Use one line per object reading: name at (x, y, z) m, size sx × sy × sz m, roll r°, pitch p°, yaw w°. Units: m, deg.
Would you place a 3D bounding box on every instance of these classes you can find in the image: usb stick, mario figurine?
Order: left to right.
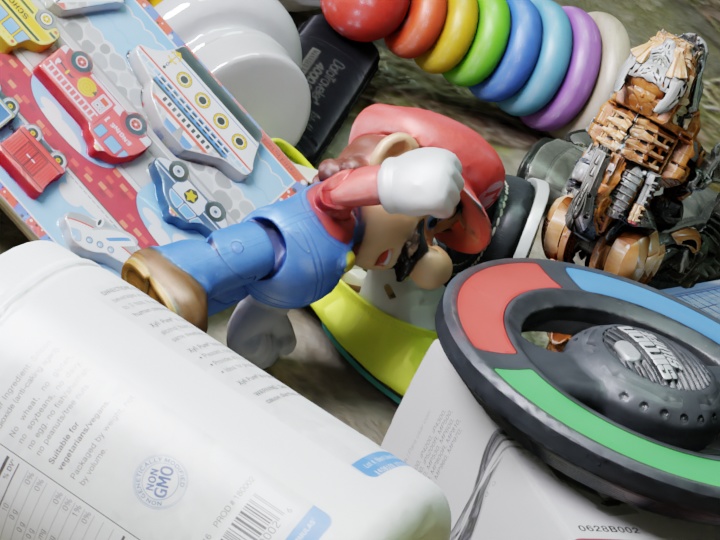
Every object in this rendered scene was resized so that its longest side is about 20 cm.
usb stick at (-0.031, -0.104, 1.667) m, size 0.055 × 0.033 × 0.200 m, roll 32°, pitch 24°, yaw -2°
mario figurine at (-0.011, -0.003, 1.336) m, size 0.200 × 0.106 × 0.123 m, roll -27°, pitch 24°, yaw -23°

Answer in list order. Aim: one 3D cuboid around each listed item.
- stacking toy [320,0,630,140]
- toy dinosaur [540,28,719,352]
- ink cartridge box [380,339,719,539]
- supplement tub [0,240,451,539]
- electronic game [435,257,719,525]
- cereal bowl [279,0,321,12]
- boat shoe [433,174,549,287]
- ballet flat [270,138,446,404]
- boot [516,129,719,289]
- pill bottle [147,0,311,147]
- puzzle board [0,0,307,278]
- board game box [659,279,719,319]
stacking toy at (0.064, -0.142, 1.742) m, size 0.200 × 0.085 × 0.085 m, roll 16°, pitch 25°, yaw -28°
toy dinosaur at (0.126, -0.027, 1.408) m, size 0.102 × 0.200 × 0.136 m, roll 48°, pitch 29°, yaw 13°
ink cartridge box at (0.114, 0.123, 1.276) m, size 0.147 × 0.083 × 0.200 m, roll 7°, pitch 29°, yaw -31°
supplement tub at (-0.077, 0.091, 1.118) m, size 0.200 × 0.132 × 0.132 m, roll 32°, pitch 26°, yaw 19°
electronic game at (0.128, 0.052, 1.280) m, size 0.200 × 0.042 × 0.200 m, roll 19°, pitch 24°, yaw -9°
cereal bowl at (-0.019, -0.222, 1.741) m, size 0.200 × 0.200 × 0.083 m, roll 3°, pitch 54°, yaw -38°
boat shoe at (0.048, -0.022, 1.468) m, size 0.060 × 0.076 × 0.200 m, roll 25°, pitch -8°, yaw -8°
ballet flat at (0.000, 0.000, 1.442) m, size 0.067 × 0.067 × 0.200 m, roll -4°, pitch 36°, yaw -45°
boot at (0.143, -0.029, 1.645) m, size 0.130 × 0.068 × 0.200 m, roll 26°, pitch 17°, yaw 17°
pill bottle at (-0.103, -0.131, 1.559) m, size 0.109 × 0.109 × 0.200 m, roll 6°, pitch 28°, yaw -34°
puzzle board at (-0.131, -0.079, 1.387) m, size 0.200 × 0.017 × 0.151 m, roll 49°, pitch 50°, yaw -4°
board game box at (0.251, 0.066, 1.537) m, size 0.200 × 0.062 × 0.200 m, roll 32°, pitch 27°, yaw 18°
